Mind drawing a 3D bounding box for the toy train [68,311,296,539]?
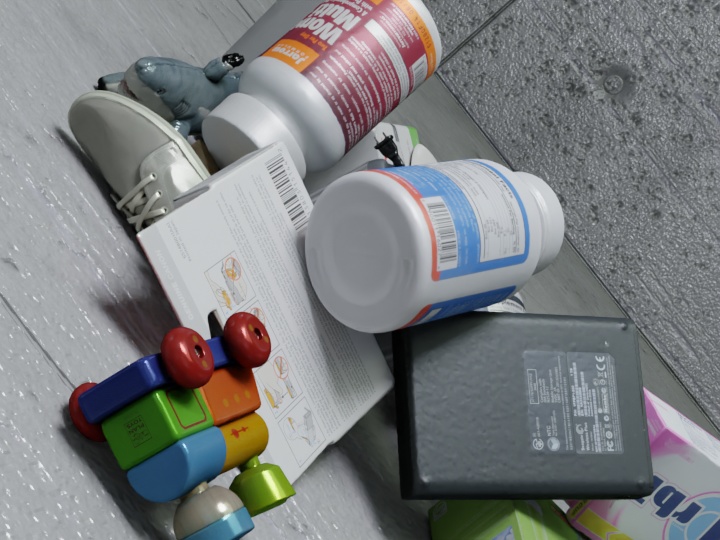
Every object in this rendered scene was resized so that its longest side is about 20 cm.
[{"bbox_3d":[-0.072,0.092,0.796,0.116,0.084,0.200,63,22,6],"label":"toy train"}]

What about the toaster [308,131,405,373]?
[{"bbox_3d":[0.000,0.000,1.120,0.201,0.128,0.114,69,17,9],"label":"toaster"}]

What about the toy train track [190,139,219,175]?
[{"bbox_3d":[-0.113,-0.020,1.089,0.115,0.032,0.201,45,19,-52],"label":"toy train track"}]

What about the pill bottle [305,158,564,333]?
[{"bbox_3d":[0.062,-0.023,0.994,0.199,0.112,0.113,-10,59,-50],"label":"pill bottle"}]

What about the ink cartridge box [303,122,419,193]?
[{"bbox_3d":[0.011,-0.068,1.368,0.200,0.083,0.147,-14,94,-75],"label":"ink cartridge box"}]

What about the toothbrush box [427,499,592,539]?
[{"bbox_3d":[0.135,0.256,1.029,0.146,0.086,0.200,44,14,-20],"label":"toothbrush box"}]

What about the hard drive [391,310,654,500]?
[{"bbox_3d":[0.122,0.102,1.032,0.198,0.033,0.141,4,72,-20],"label":"hard drive"}]

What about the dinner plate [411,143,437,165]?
[{"bbox_3d":[0.086,-0.034,1.421,0.200,0.024,0.202,-9,90,-75],"label":"dinner plate"}]

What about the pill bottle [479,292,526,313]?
[{"bbox_3d":[0.096,0.073,1.216,0.119,0.119,0.201,33,37,-50],"label":"pill bottle"}]

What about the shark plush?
[{"bbox_3d":[-0.123,-0.149,1.154,0.199,0.083,0.091,-2,54,-41],"label":"shark plush"}]

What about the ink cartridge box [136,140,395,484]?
[{"bbox_3d":[-0.070,0.034,0.938,0.176,0.044,0.201,-39,107,-51],"label":"ink cartridge box"}]

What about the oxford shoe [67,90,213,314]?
[{"bbox_3d":[-0.143,-0.048,0.990,0.200,0.075,0.058,50,41,-1],"label":"oxford shoe"}]

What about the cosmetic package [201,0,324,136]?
[{"bbox_3d":[-0.068,-0.196,1.312,0.090,0.200,0.107,43,14,-30],"label":"cosmetic package"}]

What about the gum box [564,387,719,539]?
[{"bbox_3d":[0.266,0.195,1.131,0.199,0.114,0.066,34,17,-21],"label":"gum box"}]

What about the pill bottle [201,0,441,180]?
[{"bbox_3d":[-0.032,-0.152,1.141,0.109,0.200,0.110,36,-26,21],"label":"pill bottle"}]
